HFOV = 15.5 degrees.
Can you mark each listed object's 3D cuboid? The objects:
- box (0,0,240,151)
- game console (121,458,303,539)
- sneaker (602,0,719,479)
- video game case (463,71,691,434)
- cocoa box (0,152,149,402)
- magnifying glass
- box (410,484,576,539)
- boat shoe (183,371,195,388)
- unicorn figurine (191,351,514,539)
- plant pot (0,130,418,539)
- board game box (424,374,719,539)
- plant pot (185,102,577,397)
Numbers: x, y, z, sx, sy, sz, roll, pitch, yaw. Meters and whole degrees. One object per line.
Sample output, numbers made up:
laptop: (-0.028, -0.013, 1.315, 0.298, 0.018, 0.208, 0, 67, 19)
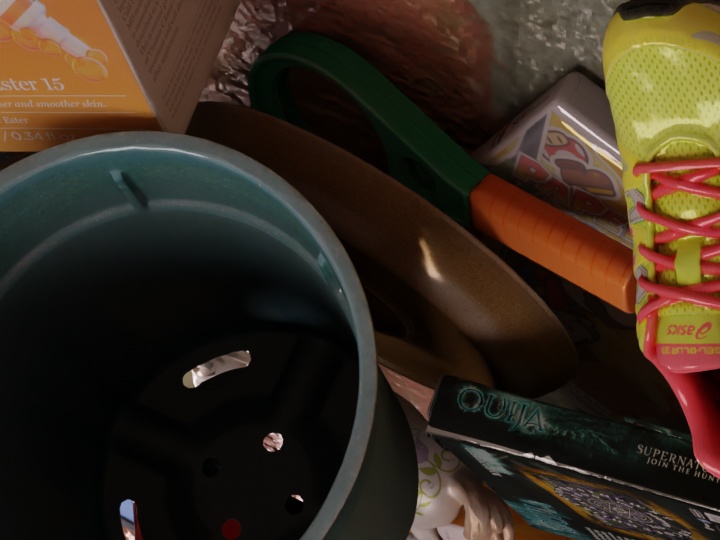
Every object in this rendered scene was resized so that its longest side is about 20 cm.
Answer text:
box: (-0.142, -0.145, 1.000, 0.124, 0.098, 0.200, 1, 140, 24)
game console: (-0.067, 0.169, 1.345, 0.200, 0.119, 0.172, 34, 150, -31)
sneaker: (0.131, -0.007, 0.954, 0.078, 0.090, 0.200, -3, 127, 31)
video game case: (0.121, 0.016, 1.093, 0.200, 0.023, 0.182, 37, 151, -8)
cocoa box: (-0.208, -0.019, 1.169, 0.200, 0.131, 0.133, 24, 125, 36)
magnifying glass: (0.032, -0.036, 1.059, 0.200, 0.022, 0.080, 28, 147, 30)
box: (0.118, 0.159, 1.304, 0.200, 0.041, 0.119, 12, 146, 30)
boat shoe: (-0.093, 0.021, 1.276, 0.074, 0.063, 0.201, -2, 150, -1)
unicorn figurine: (-0.004, 0.076, 1.234, 0.200, 0.074, 0.137, 20, 162, 21)
plant pot: (-0.067, 0.069, 1.063, 0.200, 0.200, 0.196, 21, 171, 20)
board game box: (0.115, 0.094, 1.114, 0.135, 0.028, 0.200, 15, 168, 19)
plant pot: (0.000, 0.000, 1.121, 0.200, 0.027, 0.200, 31, 166, 9)
